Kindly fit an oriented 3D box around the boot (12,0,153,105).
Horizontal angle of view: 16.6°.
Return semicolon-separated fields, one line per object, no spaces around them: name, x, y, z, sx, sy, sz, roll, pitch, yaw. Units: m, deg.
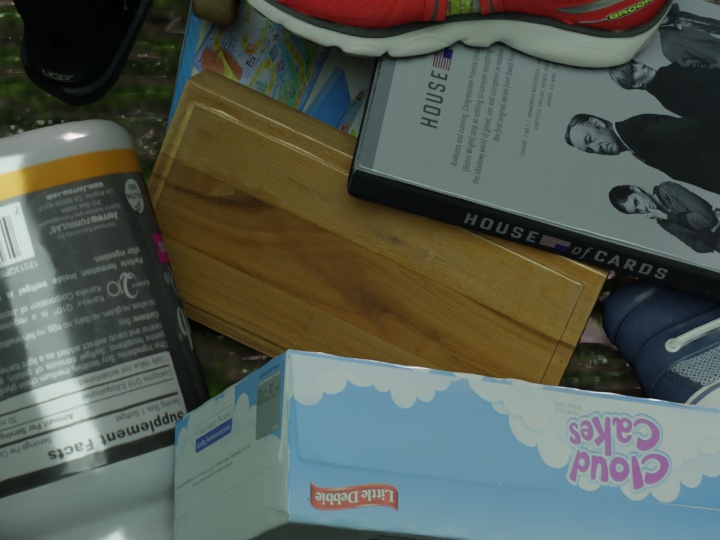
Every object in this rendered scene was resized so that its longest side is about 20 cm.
boot;-0.112;-0.177;1.062;0.065;0.200;0.166;11;74;3

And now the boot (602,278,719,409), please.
boot;0.208;0.011;1.084;0.199;0.073;0.091;-20;56;-17

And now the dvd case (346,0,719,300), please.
dvd case;0.103;-0.069;1.072;0.198;0.025;0.151;16;54;-3

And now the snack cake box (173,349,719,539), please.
snack cake box;0.037;0.088;0.977;0.198;0.115;0.068;9;68;-25

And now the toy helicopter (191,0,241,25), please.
toy helicopter;-0.044;-0.208;1.075;0.078;0.132;0.202;11;87;-2

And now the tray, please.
tray;0.000;0.000;1.076;0.199;0.037;0.099;25;107;7

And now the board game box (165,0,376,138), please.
board game box;-0.006;-0.141;1.139;0.133;0.034;0.202;10;74;2

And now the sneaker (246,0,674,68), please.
sneaker;0.043;-0.141;1.038;0.198;0.085;0.078;1;55;-15

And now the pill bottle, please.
pill bottle;-0.125;0.047;1.034;0.115;0.116;0.202;-17;88;-5
